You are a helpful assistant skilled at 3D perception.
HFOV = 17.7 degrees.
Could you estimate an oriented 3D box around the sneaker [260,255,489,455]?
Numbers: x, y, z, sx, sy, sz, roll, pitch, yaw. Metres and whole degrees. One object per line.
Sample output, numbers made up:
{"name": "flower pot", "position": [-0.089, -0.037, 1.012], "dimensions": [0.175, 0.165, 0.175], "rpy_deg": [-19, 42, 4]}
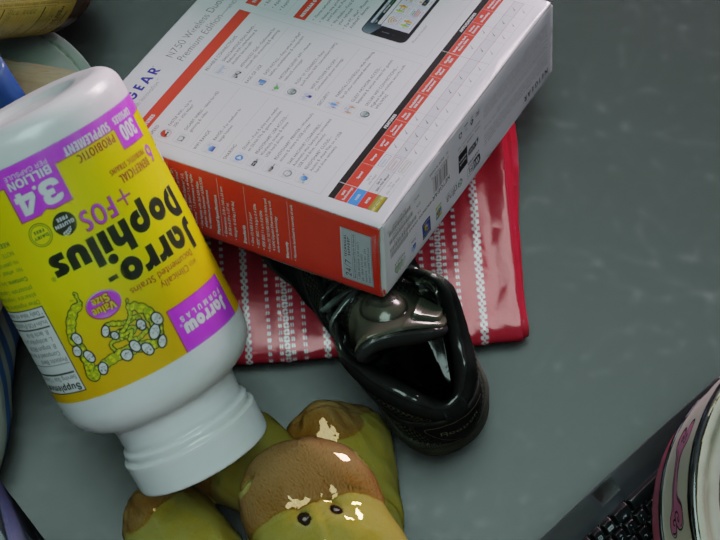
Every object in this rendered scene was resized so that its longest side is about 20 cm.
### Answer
{"name": "sneaker", "position": [0.000, 0.000, 1.210], "dimensions": [0.076, 0.114, 0.200], "rpy_deg": [-31, 76, -7]}

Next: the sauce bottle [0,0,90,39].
{"name": "sauce bottle", "position": [-0.211, -0.150, 1.195], "dimensions": [0.064, 0.200, 0.065], "rpy_deg": [3, 98, 23]}

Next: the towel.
{"name": "towel", "position": [-0.008, -0.022, 1.283], "dimensions": [0.199, 0.022, 0.145], "rpy_deg": [-5, 76, 1]}

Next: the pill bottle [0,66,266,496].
{"name": "pill bottle", "position": [-0.122, 0.008, 1.145], "dimensions": [0.104, 0.104, 0.201], "rpy_deg": [-29, 103, -8]}

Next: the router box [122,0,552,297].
{"name": "router box", "position": [-0.019, -0.092, 1.224], "dimensions": [0.179, 0.049, 0.200], "rpy_deg": [19, 49, 23]}

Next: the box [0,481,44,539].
{"name": "box", "position": [-0.194, 0.223, 1.124], "dimensions": [0.123, 0.200, 0.199], "rpy_deg": [-15, 76, -5]}

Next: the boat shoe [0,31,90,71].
{"name": "boat shoe", "position": [-0.154, -0.049, 1.271], "dimensions": [0.075, 0.060, 0.201], "rpy_deg": [-28, 62, -1]}

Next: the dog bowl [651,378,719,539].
{"name": "dog bowl", "position": [0.237, 0.131, 1.182], "dimensions": [0.199, 0.074, 0.201], "rpy_deg": [7, 72, -23]}

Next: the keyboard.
{"name": "keyboard", "position": [0.157, 0.152, 1.199], "dimensions": [0.200, 0.040, 0.104], "rpy_deg": [-40, 107, -20]}

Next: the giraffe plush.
{"name": "giraffe plush", "position": [-0.025, 0.148, 1.161], "dimensions": [0.172, 0.162, 0.200], "rpy_deg": [-39, 77, -10]}

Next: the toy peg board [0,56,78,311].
{"name": "toy peg board", "position": [-0.270, -0.056, 1.205], "dimensions": [0.199, 0.098, 0.200], "rpy_deg": [12, 62, 24]}

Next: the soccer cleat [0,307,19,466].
{"name": "soccer cleat", "position": [-0.214, 0.022, 1.237], "dimensions": [0.069, 0.086, 0.201], "rpy_deg": [-2, 74, 0]}
